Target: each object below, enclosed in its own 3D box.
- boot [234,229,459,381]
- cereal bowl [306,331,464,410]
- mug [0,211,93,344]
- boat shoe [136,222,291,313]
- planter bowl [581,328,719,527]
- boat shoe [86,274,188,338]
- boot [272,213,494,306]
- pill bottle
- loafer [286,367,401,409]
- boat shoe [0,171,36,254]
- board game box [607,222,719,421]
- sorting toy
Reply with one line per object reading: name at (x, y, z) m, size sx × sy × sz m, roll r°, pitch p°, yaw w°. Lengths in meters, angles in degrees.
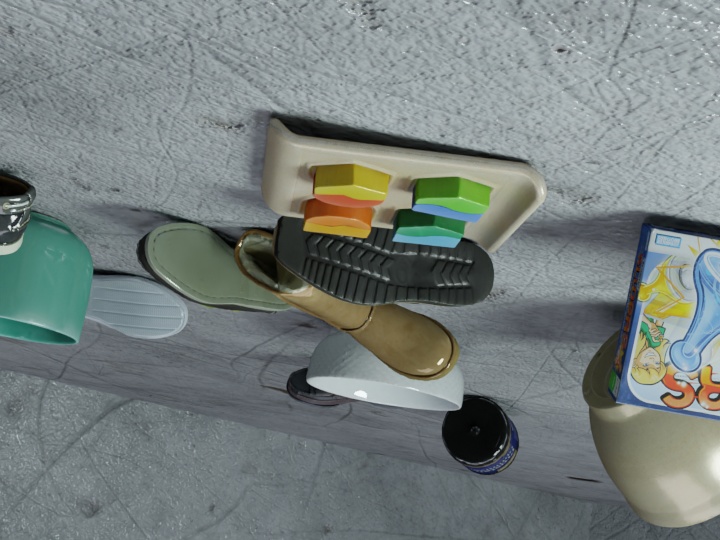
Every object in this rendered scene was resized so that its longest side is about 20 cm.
boot at (-0.011, 0.038, 1.171) m, size 0.174 × 0.067 × 0.200 m, roll 24°, pitch 175°, yaw 30°
cereal bowl at (0.035, 0.115, 1.491) m, size 0.198 × 0.084 × 0.200 m, roll 9°, pitch 166°, yaw 2°
mug at (-0.366, -0.001, 1.228) m, size 0.183 × 0.116 × 0.152 m, roll 17°, pitch 165°, yaw -27°
boat shoe at (-0.148, 0.004, 1.183) m, size 0.060 × 0.073 × 0.200 m, roll -7°, pitch 162°, yaw 39°
planter bowl at (0.303, 0.128, 1.179) m, size 0.135 × 0.201 × 0.200 m, roll 45°, pitch 153°, yaw -20°
boat shoe at (-0.303, 0.032, 1.462) m, size 0.198 × 0.073 × 0.062 m, roll 13°, pitch -168°, yaw 2°
boot at (0.000, 0.000, 1.070) m, size 0.198 × 0.078 × 0.138 m, roll 16°, pitch 170°, yaw -21°
pill bottle at (0.204, 0.279, 1.995) m, size 0.111 × 0.113 × 0.200 m, roll 6°, pitch 166°, yaw 16°
loafer at (-0.012, 0.164, 1.804) m, size 0.197 × 0.073 × 0.063 m, roll 4°, pitch 147°, yaw -1°
boat shoe at (-0.384, -0.082, 1.052) m, size 0.198 × 0.072 × 0.068 m, roll 21°, pitch 128°, yaw -16°
board game box at (0.299, 0.048, 0.906) m, size 0.198 × 0.137 × 0.034 m, roll 9°, pitch -170°, yaw 0°
sorting toy at (0.023, -0.053, 0.900) m, size 0.198 × 0.037 × 0.185 m, roll 11°, pitch 167°, yaw -4°
